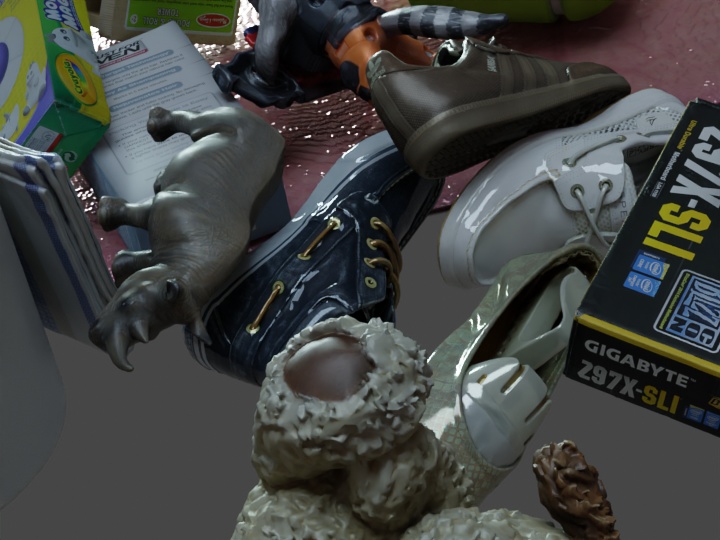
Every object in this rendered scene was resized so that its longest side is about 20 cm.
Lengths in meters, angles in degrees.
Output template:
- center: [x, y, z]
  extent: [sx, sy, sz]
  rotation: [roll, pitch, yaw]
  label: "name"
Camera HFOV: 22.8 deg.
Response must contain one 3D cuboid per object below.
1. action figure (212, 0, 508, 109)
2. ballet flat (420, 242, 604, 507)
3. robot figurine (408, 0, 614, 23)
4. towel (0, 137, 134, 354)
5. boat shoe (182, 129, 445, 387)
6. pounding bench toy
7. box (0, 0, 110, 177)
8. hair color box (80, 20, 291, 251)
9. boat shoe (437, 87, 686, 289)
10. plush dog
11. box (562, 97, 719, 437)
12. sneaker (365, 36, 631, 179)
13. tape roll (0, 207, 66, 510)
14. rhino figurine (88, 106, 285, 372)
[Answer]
- center: [0.009, -0.160, 1.160]
  extent: [0.193, 0.105, 0.200]
  rotation: [28, 33, 20]
  label: "action figure"
- center: [0.075, 0.048, 0.906]
  extent: [0.062, 0.068, 0.200]
  rotation: [-26, 23, 40]
  label: "ballet flat"
- center: [0.101, -0.230, 1.231]
  extent: [0.199, 0.117, 0.175]
  rotation: [5, 7, 16]
  label: "robot figurine"
- center: [-0.217, -0.031, 1.038]
  extent: [0.199, 0.147, 0.024]
  rotation: [20, 52, 38]
  label: "towel"
- center: [0.000, 0.000, 1.005]
  extent: [0.091, 0.071, 0.200]
  rotation: [25, 58, 40]
  label: "boat shoe"
- center: [-0.155, -0.243, 1.318]
  extent: [0.155, 0.125, 0.199]
  rotation: [20, 16, 37]
  label: "pounding bench toy"
- center: [-0.223, -0.129, 1.172]
  extent: [0.117, 0.048, 0.201]
  rotation: [-48, 38, 28]
  label: "box"
- center: [-0.128, -0.081, 1.153]
  extent: [0.098, 0.061, 0.200]
  rotation: [-22, 38, -13]
  label: "hair color box"
- center: [0.132, -0.044, 1.017]
  extent: [0.199, 0.071, 0.069]
  rotation: [-32, 40, -27]
  label: "boat shoe"
- center: [0.023, 0.144, 0.773]
  extent: [0.171, 0.161, 0.201]
  rotation: [21, 74, 18]
  label: "plush dog"
- center: [0.211, 0.005, 0.917]
  extent: [0.159, 0.050, 0.200]
  rotation: [20, 45, 16]
  label: "box"
- center: [0.084, -0.109, 1.039]
  extent: [0.199, 0.070, 0.076]
  rotation: [-15, 65, -50]
  label: "sneaker"
- center: [-0.272, 0.044, 0.962]
  extent: [0.201, 0.140, 0.203]
  rotation: [-8, 37, 6]
  label: "tape roll"
- center: [-0.097, -0.020, 0.974]
  extent: [0.087, 0.060, 0.201]
  rotation: [-4, 41, 21]
  label: "rhino figurine"
